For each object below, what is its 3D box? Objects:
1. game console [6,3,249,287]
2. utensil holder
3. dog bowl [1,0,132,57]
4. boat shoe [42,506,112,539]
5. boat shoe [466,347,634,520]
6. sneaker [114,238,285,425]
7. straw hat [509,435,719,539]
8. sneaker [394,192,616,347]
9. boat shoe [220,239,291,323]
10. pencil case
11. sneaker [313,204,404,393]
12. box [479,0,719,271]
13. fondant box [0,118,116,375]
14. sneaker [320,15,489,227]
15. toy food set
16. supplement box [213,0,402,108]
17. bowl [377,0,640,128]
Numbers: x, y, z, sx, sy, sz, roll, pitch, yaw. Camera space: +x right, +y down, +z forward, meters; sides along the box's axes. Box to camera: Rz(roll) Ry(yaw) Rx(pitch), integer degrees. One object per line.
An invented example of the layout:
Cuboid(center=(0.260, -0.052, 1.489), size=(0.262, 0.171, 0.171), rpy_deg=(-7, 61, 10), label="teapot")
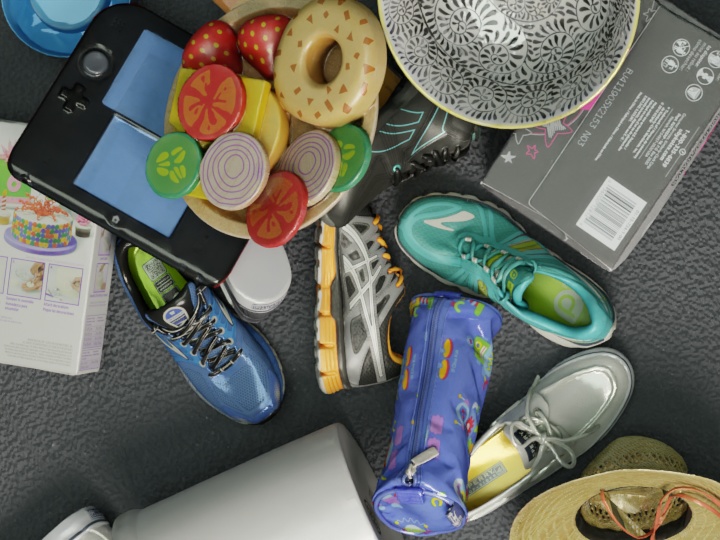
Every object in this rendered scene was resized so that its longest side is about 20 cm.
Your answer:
Cuboid(center=(-0.157, -0.105, 1.651), size=(0.199, 0.031, 0.177), rpy_deg=(29, 69, 0), label="game console")
Cuboid(center=(-0.074, 0.235, 1.654), size=(0.199, 0.170, 0.171), rpy_deg=(-25, 88, 6), label="utensil holder")
Cuboid(center=(-0.235, -0.277, 1.719), size=(0.111, 0.050, 0.201), rpy_deg=(7, 93, 7), label="dog bowl")
Cuboid(center=(-0.269, 0.297, 1.718), size=(0.202, 0.075, 0.086), rpy_deg=(-43, 71, -1), label="boat shoe")
Cuboid(center=(0.137, 0.136, 1.665), size=(0.201, 0.086, 0.075), rpy_deg=(-36, 87, 7), label="boat shoe")
Cuboid(center=(-0.141, 0.048, 1.695), size=(0.078, 0.089, 0.200), rpy_deg=(-41, 86, 7), label="sneaker")
Cuboid(center=(0.220, 0.182, 1.654), size=(0.200, 0.202, 0.085), rpy_deg=(-1, 50, 7), label="straw hat")
Cuboid(center=(0.120, -0.003, 1.667), size=(0.199, 0.080, 0.078), rpy_deg=(28, 95, 6), label="sneaker")
Cuboid(center=(-0.107, -0.054, 1.699), size=(0.071, 0.068, 0.201), rpy_deg=(-14, 73, -19), label="boat shoe")
Cuboid(center=(0.061, 0.111, 1.635), size=(0.077, 0.087, 0.201), rpy_deg=(4, 61, 15), label="pencil case")
Cuboid(center=(0.000, 0.000, 1.690), size=(0.077, 0.078, 0.202), rpy_deg=(0, 97, -3), label="sneaker")
Cuboid(center=(0.204, -0.116, 1.637), size=(0.132, 0.115, 0.201), rpy_deg=(34, 96, 4), label="box")
Cuboid(center=(-0.280, -0.022, 1.719), size=(0.143, 0.058, 0.201), rpy_deg=(9, 94, 14), label="fondant box")
Cuboid(center=(0.045, -0.107, 1.611), size=(0.079, 0.075, 0.200), rpy_deg=(38, 86, 0), label="sneaker")
Cuboid(center=(-0.072, -0.118, 1.583), size=(0.199, 0.049, 0.199), rpy_deg=(10, 86, 29), label="toy food set")
Cuboid(center=(-0.029, -0.176, 1.688), size=(0.067, 0.069, 0.200), rpy_deg=(-44, 85, 7), label="supplement box")
Cuboid(center=(0.120, -0.216, 1.550), size=(0.199, 0.094, 0.202), rpy_deg=(6, 109, 16), label="bowl")
